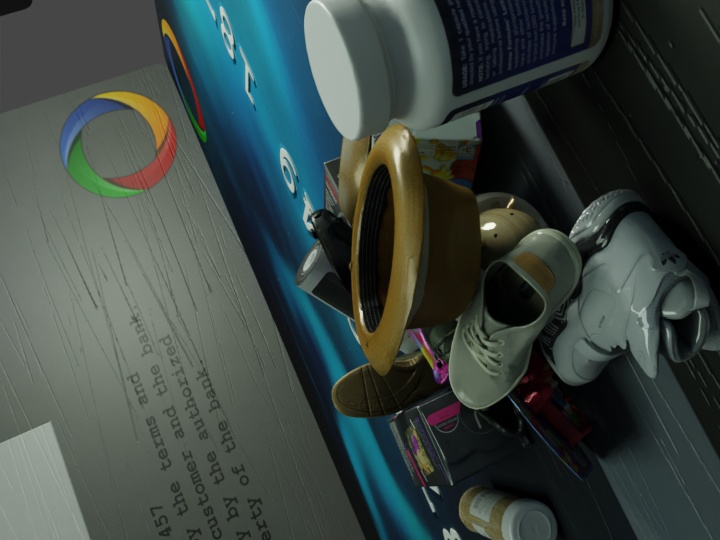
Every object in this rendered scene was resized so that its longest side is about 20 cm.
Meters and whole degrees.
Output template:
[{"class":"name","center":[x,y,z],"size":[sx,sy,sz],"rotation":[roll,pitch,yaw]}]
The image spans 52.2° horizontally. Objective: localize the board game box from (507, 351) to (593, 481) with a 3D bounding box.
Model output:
[{"class":"board game box","center":[0.186,0.122,0.722],"size":[0.159,0.039,0.199],"rotation":[53,-168,20]}]

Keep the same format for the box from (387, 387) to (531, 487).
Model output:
[{"class":"box","center":[0.124,0.217,0.989],"size":[0.108,0.120,0.200],"rotation":[65,164,11]}]

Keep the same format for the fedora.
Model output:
[{"class":"fedora","center":[0.045,-0.014,0.592],"size":[0.200,0.080,0.206],"rotation":[-179,90,-77]}]

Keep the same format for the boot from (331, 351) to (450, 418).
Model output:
[{"class":"boot","center":[0.047,0.163,1.044],"size":[0.155,0.196,0.074],"rotation":[123,129,-73]}]

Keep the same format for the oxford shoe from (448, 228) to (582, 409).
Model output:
[{"class":"oxford shoe","center":[0.109,0.049,0.593],"size":[0.075,0.057,0.202],"rotation":[44,140,20]}]

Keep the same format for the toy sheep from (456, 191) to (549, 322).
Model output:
[{"class":"toy sheep","center":[0.123,-0.004,0.690],"size":[0.140,0.136,0.200],"rotation":[64,166,13]}]

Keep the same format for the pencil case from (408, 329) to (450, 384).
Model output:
[{"class":"pencil case","center":[0.091,0.051,0.958],"size":[0.202,0.087,0.089],"rotation":[60,163,30]}]

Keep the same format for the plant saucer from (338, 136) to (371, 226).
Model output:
[{"class":"plant saucer","center":[0.002,-0.142,0.884],"size":[0.200,0.035,0.205],"rotation":[8,-90,-85]}]

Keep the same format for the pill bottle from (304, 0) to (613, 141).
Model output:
[{"class":"pill bottle","center":[0.066,-0.169,0.518],"size":[0.117,0.197,0.117],"rotation":[57,161,32]}]

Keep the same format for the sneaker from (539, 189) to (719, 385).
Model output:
[{"class":"sneaker","center":[0.204,0.047,0.567],"size":[0.203,0.074,0.116],"rotation":[88,158,-44]}]

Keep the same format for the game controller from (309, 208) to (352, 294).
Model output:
[{"class":"game controller","center":[0.000,0.000,0.866],"size":[0.200,0.041,0.106],"rotation":[39,-149,-62]}]

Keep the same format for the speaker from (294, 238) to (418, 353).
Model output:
[{"class":"speaker","center":[0.009,0.036,1.041],"size":[0.198,0.082,0.081],"rotation":[33,174,-18]}]

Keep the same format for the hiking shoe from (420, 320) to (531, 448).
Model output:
[{"class":"hiking shoe","center":[0.136,0.104,0.828],"size":[0.201,0.075,0.101],"rotation":[53,180,-16]}]

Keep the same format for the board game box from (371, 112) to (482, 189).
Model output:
[{"class":"board game box","center":[0.060,-0.101,0.760],"size":[0.202,0.100,0.107],"rotation":[92,-179,-55]}]

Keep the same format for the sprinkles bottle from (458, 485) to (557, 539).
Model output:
[{"class":"sprinkles bottle","center":[0.197,0.339,1.006],"size":[0.069,0.067,0.200],"rotation":[67,166,5]}]

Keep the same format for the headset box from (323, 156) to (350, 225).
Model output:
[{"class":"headset box","center":[0.005,-0.071,1.107],"size":[0.201,0.076,0.151],"rotation":[95,150,-62]}]
